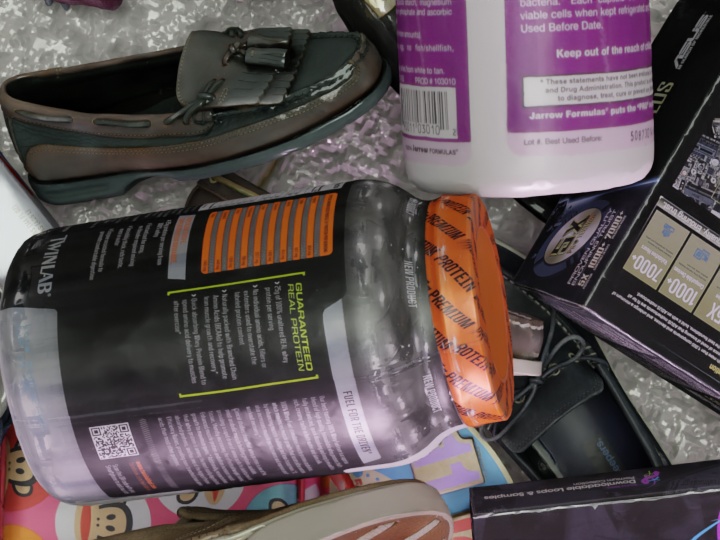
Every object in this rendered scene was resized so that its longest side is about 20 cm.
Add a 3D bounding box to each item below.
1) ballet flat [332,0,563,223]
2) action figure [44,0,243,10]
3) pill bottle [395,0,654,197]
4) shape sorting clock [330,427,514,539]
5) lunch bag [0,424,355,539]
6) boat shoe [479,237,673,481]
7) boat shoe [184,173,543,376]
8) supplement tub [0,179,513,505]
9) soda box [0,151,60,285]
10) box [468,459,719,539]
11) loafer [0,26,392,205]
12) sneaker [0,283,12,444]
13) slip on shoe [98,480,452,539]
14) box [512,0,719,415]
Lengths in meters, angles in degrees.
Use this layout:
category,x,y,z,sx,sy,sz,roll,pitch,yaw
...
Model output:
category,x,y,z,sx,sy,sz,roll,pitch,yaw
ballet flat,0.060,-0.087,0.997,0.200,0.066,0.057,40,88,-27
action figure,-0.120,-0.194,0.957,0.134,0.200,0.149,12,74,-24
pill bottle,0.069,-0.137,0.896,0.112,0.112,0.200,-3,99,-1
shape sorting clock,-0.013,0.149,1.019,0.200,0.039,0.200,0,87,-1
lunch bag,-0.081,0.120,0.970,0.176,0.082,0.200,3,81,7
boat shoe,0.091,0.060,1.011,0.075,0.062,0.200,-37,88,7
boat shoe,0.000,0.000,0.987,0.200,0.072,0.060,18,89,25
supplement tub,-0.041,0.029,0.874,0.200,0.123,0.123,-8,88,11
soda box,-0.220,-0.062,1.008,0.064,0.068,0.200,-39,89,-3
box,0.130,0.189,0.987,0.143,0.036,0.200,-6,112,-1
loafer,-0.085,-0.082,0.973,0.200,0.072,0.063,-14,123,26
sneaker,-0.230,0.025,0.951,0.077,0.146,0.202,-23,62,-41
slip on shoe,-0.061,0.127,0.894,0.200,0.076,0.061,-23,52,-4
box,0.204,-0.009,0.979,0.200,0.086,0.164,31,87,-20
